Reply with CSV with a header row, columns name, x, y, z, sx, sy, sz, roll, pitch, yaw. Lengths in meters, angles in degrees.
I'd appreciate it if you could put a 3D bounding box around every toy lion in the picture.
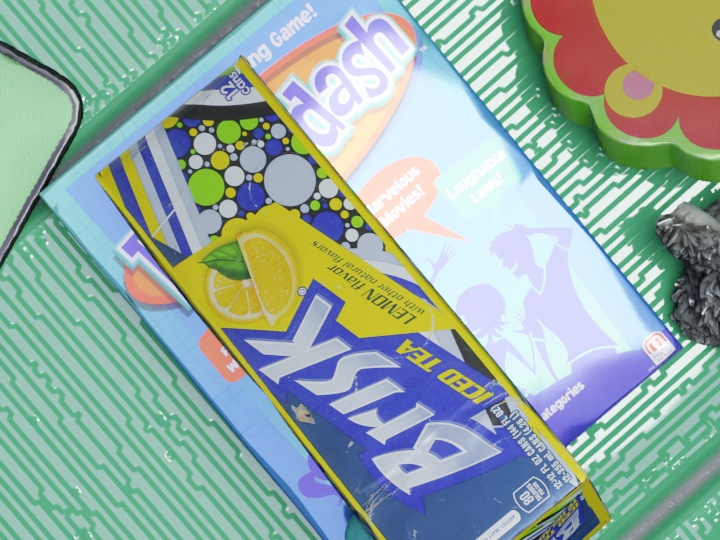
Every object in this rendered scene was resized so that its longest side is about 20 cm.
name,x,y,z,sx,sy,sz,roll,pitch,yaw
toy lion,0.158,-0.129,1.046,0.191,0.069,0.201,8,74,11

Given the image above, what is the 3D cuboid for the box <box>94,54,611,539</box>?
name,x,y,z,sx,sy,sz,roll,pitch,yaw
box,-0.003,0.027,0.969,0.070,0.064,0.200,-39,67,-2

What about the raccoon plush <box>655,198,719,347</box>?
name,x,y,z,sx,sy,sz,roll,pitch,yaw
raccoon plush,0.175,0.031,1.000,0.133,0.200,0.097,-5,121,6

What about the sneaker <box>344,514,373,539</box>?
name,x,y,z,sx,sy,sz,roll,pitch,yaw
sneaker,0.068,0.143,1.036,0.079,0.078,0.200,-35,109,3

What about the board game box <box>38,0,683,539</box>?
name,x,y,z,sx,sy,sz,roll,pitch,yaw
board game box,0.000,0.000,1.059,0.152,0.045,0.200,-40,91,-1

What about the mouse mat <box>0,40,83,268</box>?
name,x,y,z,sx,sy,sz,roll,pitch,yaw
mouse mat,-0.218,-0.019,1.069,0.160,0.008,0.201,29,90,-2
